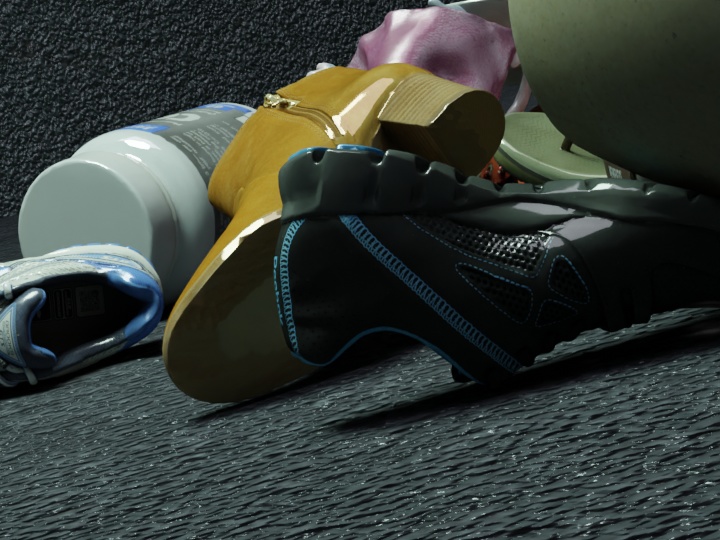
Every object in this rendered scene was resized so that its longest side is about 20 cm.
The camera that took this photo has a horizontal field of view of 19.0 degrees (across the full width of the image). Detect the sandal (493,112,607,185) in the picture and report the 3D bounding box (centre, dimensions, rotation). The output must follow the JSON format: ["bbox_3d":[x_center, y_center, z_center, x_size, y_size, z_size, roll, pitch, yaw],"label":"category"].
[{"bbox_3d":[0.164,-0.072,1.094,0.199,0.058,0.080,2,26,17],"label":"sandal"}]

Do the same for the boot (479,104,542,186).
[{"bbox_3d":[0.101,-0.050,1.241,0.107,0.075,0.200,-31,7,14],"label":"boot"}]

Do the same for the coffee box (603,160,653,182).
[{"bbox_3d":[0.210,-0.058,0.945,0.198,0.080,0.113,-14,6,1],"label":"coffee box"}]

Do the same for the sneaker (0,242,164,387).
[{"bbox_3d":[-0.193,0.028,1.113,0.199,0.078,0.085,-16,11,-17],"label":"sneaker"}]

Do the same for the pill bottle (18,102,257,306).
[{"bbox_3d":[-0.124,-0.039,1.359,0.113,0.115,0.200,-11,7,25],"label":"pill bottle"}]

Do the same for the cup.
[{"bbox_3d":[0.141,-0.108,0.812,0.142,0.202,0.200,-9,8,37],"label":"cup"}]

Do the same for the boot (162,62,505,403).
[{"bbox_3d":[-0.037,-0.021,0.963,0.201,0.071,0.144,-43,26,-21],"label":"boot"}]

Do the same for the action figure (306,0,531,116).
[{"bbox_3d":[0.030,-0.048,1.157,0.148,0.135,0.201,7,39,-8],"label":"action figure"}]

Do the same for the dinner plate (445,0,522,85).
[{"bbox_3d":[0.111,-0.134,1.289,0.198,0.024,0.200,0,-6,0],"label":"dinner plate"}]

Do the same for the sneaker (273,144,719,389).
[{"bbox_3d":[0.066,0.005,0.796,0.198,0.083,0.073,5,-3,1],"label":"sneaker"}]
